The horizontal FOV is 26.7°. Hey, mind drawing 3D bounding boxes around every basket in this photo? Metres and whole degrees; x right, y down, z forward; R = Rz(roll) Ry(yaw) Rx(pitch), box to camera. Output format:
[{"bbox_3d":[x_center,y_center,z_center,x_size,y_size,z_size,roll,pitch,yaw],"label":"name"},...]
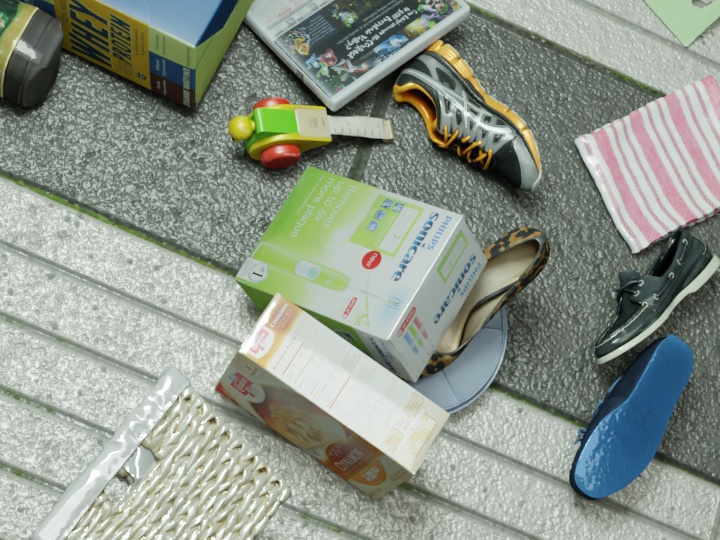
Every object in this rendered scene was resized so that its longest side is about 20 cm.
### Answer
[{"bbox_3d":[-0.187,0.223,1.370,0.160,0.200,0.199,40,69,-2],"label":"basket"}]

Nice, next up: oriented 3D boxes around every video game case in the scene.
[{"bbox_3d":[-0.012,-0.285,1.636,0.199,0.023,0.182,-36,69,-21],"label":"video game case"}]

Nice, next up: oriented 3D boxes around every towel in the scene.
[{"bbox_3d":[0.351,-0.122,1.699,0.198,0.030,0.148,-25,80,-19],"label":"towel"}]

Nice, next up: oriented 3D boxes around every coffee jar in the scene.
[{"bbox_3d":[-0.392,-0.243,1.507,0.198,0.104,0.086,27,67,-6],"label":"coffee jar"}]

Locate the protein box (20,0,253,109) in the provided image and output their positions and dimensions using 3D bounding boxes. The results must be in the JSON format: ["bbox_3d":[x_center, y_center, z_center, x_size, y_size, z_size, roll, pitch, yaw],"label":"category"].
[{"bbox_3d":[-0.214,-0.313,1.542,0.198,0.135,0.200,25,69,3],"label":"protein box"}]

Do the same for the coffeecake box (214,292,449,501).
[{"bbox_3d":[-0.031,0.125,1.461,0.199,0.154,0.073,35,68,-1],"label":"coffeecake box"}]

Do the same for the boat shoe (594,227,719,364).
[{"bbox_3d":[0.304,0.022,1.617,0.199,0.074,0.066,-38,93,-24],"label":"boat shoe"}]

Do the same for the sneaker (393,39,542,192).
[{"bbox_3d":[0.115,-0.153,1.628,0.077,0.078,0.200,-38,75,-22],"label":"sneaker"}]

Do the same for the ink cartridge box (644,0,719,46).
[{"bbox_3d":[0.360,-0.382,1.743,0.145,0.048,0.200,-42,85,4],"label":"ink cartridge box"}]

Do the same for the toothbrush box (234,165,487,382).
[{"bbox_3d":[0.000,0.000,1.485,0.198,0.086,0.146,21,69,34],"label":"toothbrush box"}]

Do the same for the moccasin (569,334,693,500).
[{"bbox_3d":[0.281,0.159,1.579,0.080,0.068,0.200,45,70,-6],"label":"moccasin"}]

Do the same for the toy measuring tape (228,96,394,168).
[{"bbox_3d":[-0.058,-0.142,1.596,0.198,0.073,0.075,-1,72,-38],"label":"toy measuring tape"}]

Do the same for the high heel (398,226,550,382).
[{"bbox_3d":[0.102,0.033,1.494,0.200,0.143,0.072,-42,87,-20],"label":"high heel"}]

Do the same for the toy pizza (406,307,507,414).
[{"bbox_3d":[0.056,0.055,1.570,0.197,0.032,0.203,4,74,-12],"label":"toy pizza"}]
